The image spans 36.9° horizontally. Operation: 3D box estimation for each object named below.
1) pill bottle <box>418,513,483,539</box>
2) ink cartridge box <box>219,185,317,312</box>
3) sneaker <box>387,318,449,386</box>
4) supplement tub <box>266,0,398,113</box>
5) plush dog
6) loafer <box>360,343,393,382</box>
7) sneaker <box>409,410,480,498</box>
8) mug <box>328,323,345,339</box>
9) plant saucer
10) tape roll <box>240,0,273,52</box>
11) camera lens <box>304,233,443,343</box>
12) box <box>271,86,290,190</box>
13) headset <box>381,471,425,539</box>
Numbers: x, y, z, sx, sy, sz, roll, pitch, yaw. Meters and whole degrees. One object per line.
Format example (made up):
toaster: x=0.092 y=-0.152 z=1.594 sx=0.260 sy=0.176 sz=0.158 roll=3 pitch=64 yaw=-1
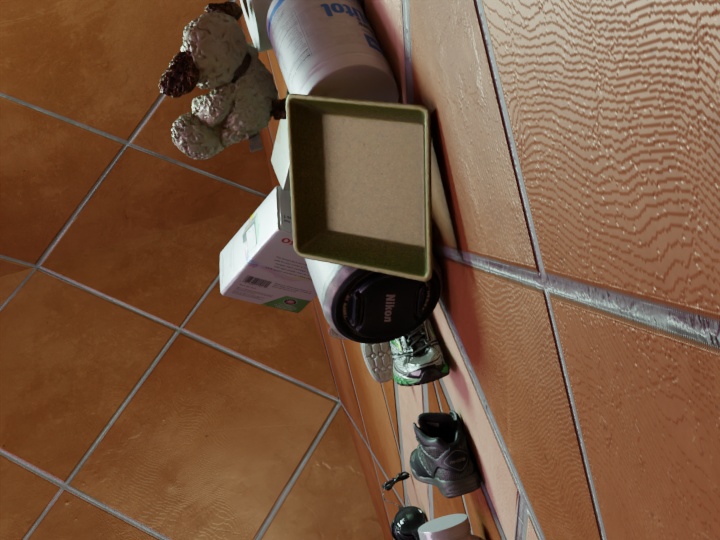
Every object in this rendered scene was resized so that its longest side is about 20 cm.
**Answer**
pill bottle: x=0.145 y=0.463 z=1.563 sx=0.112 sy=0.111 sz=0.203 roll=163 pitch=91 yaw=-83
ink cartridge box: x=-0.110 y=-0.028 z=1.662 sx=0.200 sy=0.143 sz=0.085 roll=-43 pitch=42 yaw=44
sneaker: x=0.070 y=0.095 z=1.514 sx=0.200 sy=0.077 sz=0.086 roll=-118 pitch=14 yaw=-63
supplement tub: x=-0.038 y=-0.269 z=1.372 sx=0.133 sy=0.130 sz=0.201 roll=82 pitch=169 yaw=-49
plush dog: x=-0.187 y=-0.272 z=1.490 sx=0.172 sy=0.159 sz=0.202 roll=55 pitch=-130 yaw=-43
loafer: x=0.028 y=0.102 z=1.943 sx=0.070 sy=0.069 sz=0.203 roll=84 pitch=178 yaw=-79
sneaker: x=0.111 y=0.250 z=1.546 sx=0.199 sy=0.075 sz=0.116 roll=172 pitch=84 yaw=-80
mug: x=-0.011 y=0.001 z=1.768 sx=0.178 sy=0.131 sz=0.203 roll=97 pitch=160 yaw=-68
plant saucer: x=0.008 y=-0.103 z=1.263 sx=0.197 sy=0.048 sz=0.203 roll=11 pitch=113 yaw=33
tape roll: x=-0.108 y=-0.430 z=1.558 sx=0.203 sy=0.137 sz=0.206 roll=164 pitch=90 yaw=-84
camera lens: x=0.010 y=-0.018 z=1.408 sx=0.201 sy=0.158 sz=0.161 roll=-112 pitch=9 yaw=-46
box: x=-0.061 y=-0.216 z=1.558 sx=0.078 sy=0.094 sz=0.202 roll=-116 pitch=35 yaw=-43
headset: x=0.111 y=0.523 z=2.252 sx=0.201 sy=0.093 sz=0.124 roll=56 pitch=163 yaw=18
